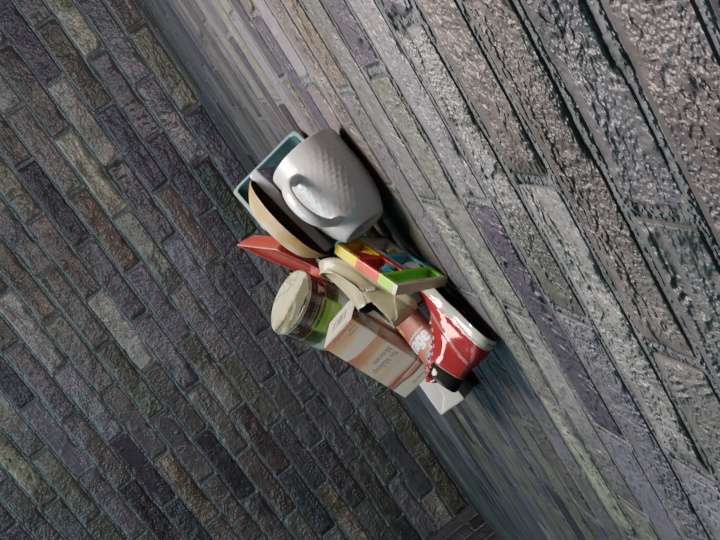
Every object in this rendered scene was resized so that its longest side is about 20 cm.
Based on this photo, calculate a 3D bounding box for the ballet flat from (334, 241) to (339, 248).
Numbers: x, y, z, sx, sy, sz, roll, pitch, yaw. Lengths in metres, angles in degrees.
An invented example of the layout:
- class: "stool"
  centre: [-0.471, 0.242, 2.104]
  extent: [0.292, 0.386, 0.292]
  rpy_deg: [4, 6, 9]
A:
- class: "ballet flat"
  centre: [0.000, 0.000, 1.627]
  extent: [0.073, 0.073, 0.200]
  rpy_deg: [60, 177, -36]

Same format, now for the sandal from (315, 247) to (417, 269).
- class: "sandal"
  centre: [0.015, -0.031, 1.553]
  extent: [0.075, 0.199, 0.048]
  rpy_deg: [-88, 2, -60]

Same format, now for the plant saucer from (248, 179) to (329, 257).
- class: "plant saucer"
  centre: [-0.141, -0.088, 1.508]
  extent: [0.200, 0.035, 0.200]
  rpy_deg: [43, -168, -11]

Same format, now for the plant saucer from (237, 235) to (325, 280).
- class: "plant saucer"
  centre: [-0.133, -0.027, 1.703]
  extent: [0.199, 0.037, 0.199]
  rpy_deg: [24, 171, -31]

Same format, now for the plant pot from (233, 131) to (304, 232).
- class: "plant pot"
  centre: [-0.121, -0.148, 1.801]
  extent: [0.200, 0.196, 0.196]
  rpy_deg: [44, -179, -42]

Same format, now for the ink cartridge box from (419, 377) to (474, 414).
- class: "ink cartridge box"
  centre: [0.193, 0.248, 1.854]
  extent: [0.116, 0.067, 0.200]
  rpy_deg: [53, -166, 8]

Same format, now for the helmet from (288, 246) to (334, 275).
- class: "helmet"
  centre: [-0.105, -0.035, 2.146]
  extent: [0.199, 0.191, 0.201]
  rpy_deg: [17, 137, 17]

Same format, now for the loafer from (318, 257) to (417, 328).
- class: "loafer"
  centre: [0.005, 0.040, 1.475]
  extent: [0.199, 0.068, 0.076]
  rpy_deg: [26, 164, 13]

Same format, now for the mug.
- class: "mug"
  centre: [-0.061, -0.136, 1.447]
  extent: [0.176, 0.148, 0.200]
  rpy_deg: [49, -146, 8]

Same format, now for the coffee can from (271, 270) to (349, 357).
- class: "coffee can"
  centre: [-0.074, 0.102, 1.774]
  extent: [0.199, 0.147, 0.146]
  rpy_deg: [24, -171, -29]

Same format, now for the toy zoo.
- class: "toy zoo"
  centre: [0.044, -0.017, 1.468]
  extent: [0.200, 0.131, 0.021]
  rpy_deg: [34, 120, 38]

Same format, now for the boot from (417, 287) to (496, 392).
- class: "boot"
  centre: [0.135, 0.118, 1.456]
  extent: [0.072, 0.145, 0.200]
  rpy_deg: [17, -155, -47]

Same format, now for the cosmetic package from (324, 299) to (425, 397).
- class: "cosmetic package"
  centre: [0.040, 0.150, 1.601]
  extent: [0.199, 0.103, 0.087]
  rpy_deg: [31, -149, -13]

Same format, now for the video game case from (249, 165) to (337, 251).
- class: "video game case"
  centre: [-0.118, -0.125, 1.574]
  extent: [0.200, 0.023, 0.182]
  rpy_deg: [45, -169, -3]

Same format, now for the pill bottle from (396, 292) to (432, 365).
- class: "pill bottle"
  centre: [0.135, 0.106, 1.554]
  extent: [0.200, 0.112, 0.112]
  rpy_deg: [52, 172, 22]

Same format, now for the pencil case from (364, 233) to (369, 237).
- class: "pencil case"
  centre: [0.032, 0.002, 1.865]
  extent: [0.091, 0.083, 0.200]
  rpy_deg: [-29, 97, 44]

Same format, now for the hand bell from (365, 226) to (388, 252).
- class: "hand bell"
  centre: [0.022, -0.079, 1.646]
  extent: [0.200, 0.104, 0.104]
  rpy_deg: [45, 179, -32]
